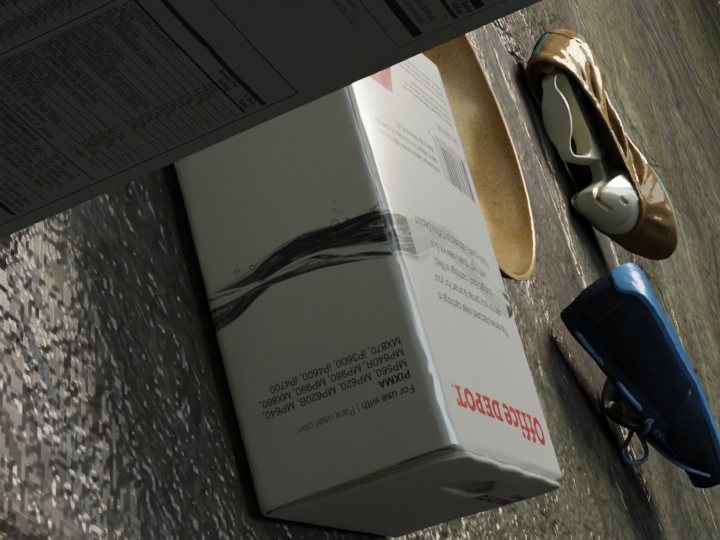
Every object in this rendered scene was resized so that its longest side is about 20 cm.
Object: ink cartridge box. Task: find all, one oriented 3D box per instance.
[{"bbox_3d":[0.000,0.000,0.735,0.144,0.083,0.202,27,44,-65],"label":"ink cartridge box"}]

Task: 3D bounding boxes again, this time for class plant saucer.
[{"bbox_3d":[0.043,-0.082,1.027,0.201,0.035,0.201,54,23,-35],"label":"plant saucer"}]

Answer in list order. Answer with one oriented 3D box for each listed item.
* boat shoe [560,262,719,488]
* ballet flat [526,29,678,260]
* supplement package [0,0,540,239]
[{"bbox_3d":[0.192,0.076,1.235,0.201,0.068,0.084,59,12,-29],"label":"boat shoe"},{"bbox_3d":[0.179,-0.089,1.396,0.072,0.067,0.201,-34,102,-51],"label":"ballet flat"},{"bbox_3d":[-0.070,-0.134,0.500,0.151,0.199,0.153,45,30,-50],"label":"supplement package"}]
